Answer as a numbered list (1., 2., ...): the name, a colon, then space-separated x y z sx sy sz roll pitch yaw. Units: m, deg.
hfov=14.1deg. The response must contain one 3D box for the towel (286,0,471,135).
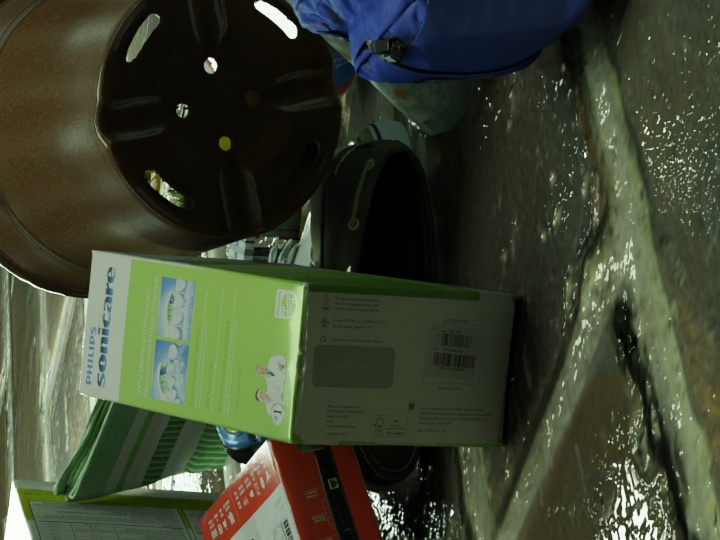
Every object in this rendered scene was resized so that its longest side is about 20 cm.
1. towel: -0.006 -0.193 1.663 0.048 0.171 0.201 -30 44 25

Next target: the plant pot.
1. plant pot: -0.119 -0.086 1.683 0.198 0.199 0.202 -4 80 62

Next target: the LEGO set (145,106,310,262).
1. LEGO set: -0.113 -0.050 2.022 0.154 0.199 0.117 19 105 55

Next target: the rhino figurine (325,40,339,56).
1. rhino figurine: -0.048 -0.156 1.770 0.060 0.087 0.200 -52 8 -11

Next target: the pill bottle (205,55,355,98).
1. pill bottle: -0.036 -0.210 1.886 0.113 0.112 0.201 -98 18 -45

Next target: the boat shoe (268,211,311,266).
1. boat shoe: -0.045 0.038 1.917 0.075 0.064 0.203 -98 19 -45

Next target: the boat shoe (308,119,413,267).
1. boat shoe: 0.000 0.000 1.752 0.072 0.062 0.201 124 149 -63

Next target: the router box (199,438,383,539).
1. router box: -0.027 0.200 1.689 0.200 0.049 0.180 128 126 -66

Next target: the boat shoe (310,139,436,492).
1. boat shoe: 0.011 0.025 1.676 0.060 0.072 0.203 -12 80 58

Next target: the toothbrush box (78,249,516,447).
1. toothbrush box: -0.036 0.041 1.564 0.199 0.145 0.087 6 92 52

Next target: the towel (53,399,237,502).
1. towel: -0.115 0.079 1.955 0.023 0.200 0.153 36 113 25

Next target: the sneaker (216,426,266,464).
1. sneaker: -0.041 0.107 1.817 0.200 0.070 0.083 22 -123 -81

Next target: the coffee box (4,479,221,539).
1. coffee box: -0.135 0.265 1.908 0.198 0.199 0.201 -132 49 -71

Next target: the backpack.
1. backpack: 0.035 -0.178 1.474 0.200 0.161 0.169 150 119 -72
